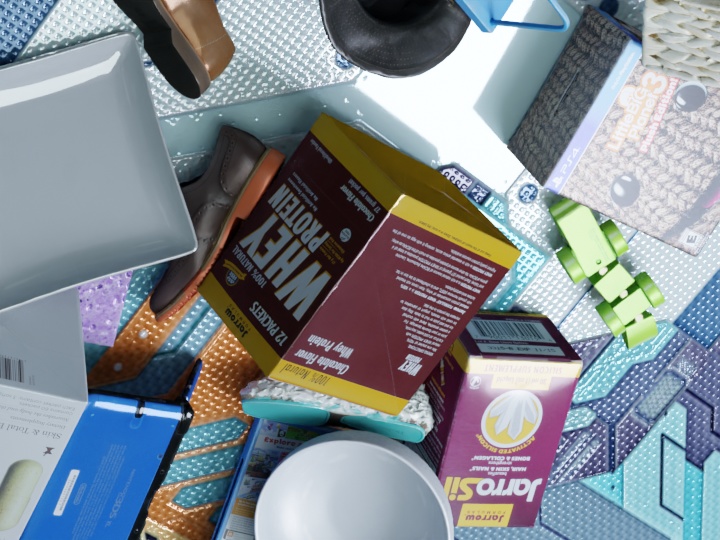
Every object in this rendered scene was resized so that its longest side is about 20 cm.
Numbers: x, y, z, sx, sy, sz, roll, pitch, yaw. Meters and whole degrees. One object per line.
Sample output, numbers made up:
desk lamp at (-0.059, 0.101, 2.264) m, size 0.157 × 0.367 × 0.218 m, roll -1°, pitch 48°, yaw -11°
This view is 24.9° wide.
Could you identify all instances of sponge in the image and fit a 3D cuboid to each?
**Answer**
sponge at (-0.305, 0.000, 1.475) m, size 0.198 × 0.030 × 0.113 m, roll 11°, pitch 113°, yaw -23°

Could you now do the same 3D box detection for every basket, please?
basket at (0.340, -0.256, 1.448) m, size 0.200 × 0.134 × 0.125 m, roll -47°, pitch 146°, yaw -46°

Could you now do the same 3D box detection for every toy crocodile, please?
toy crocodile at (0.249, 0.002, 1.652) m, size 0.067 × 0.062 × 0.201 m, roll -36°, pitch 117°, yaw 3°

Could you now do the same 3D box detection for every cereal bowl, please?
cereal bowl at (-0.001, 0.250, 1.618) m, size 0.197 × 0.083 × 0.203 m, roll 3°, pitch 102°, yaw 13°

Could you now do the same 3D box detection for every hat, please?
hat at (0.023, -0.273, 1.412) m, size 0.199 × 0.081 × 0.203 m, roll -12°, pitch 112°, yaw -31°

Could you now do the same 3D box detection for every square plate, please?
square plate at (-0.261, -0.084, 1.400) m, size 0.196 × 0.028 × 0.202 m, roll -17°, pitch 90°, yaw -13°

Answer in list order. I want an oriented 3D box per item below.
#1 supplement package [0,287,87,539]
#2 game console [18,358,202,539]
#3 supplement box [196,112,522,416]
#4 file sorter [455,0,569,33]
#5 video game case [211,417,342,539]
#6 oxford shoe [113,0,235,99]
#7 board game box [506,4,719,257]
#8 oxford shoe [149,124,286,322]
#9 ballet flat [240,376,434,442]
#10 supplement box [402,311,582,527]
supplement package at (-0.346, 0.119, 1.429) m, size 0.150 × 0.151 × 0.201 m, roll 15°, pitch 125°, yaw -25°
game console at (-0.236, 0.180, 1.527) m, size 0.169 × 0.118 × 0.202 m, roll 12°, pitch 112°, yaw -34°
supplement box at (0.000, 0.000, 1.482) m, size 0.196 × 0.133 × 0.201 m, roll 22°, pitch 109°, yaw -50°
file sorter at (0.154, -0.317, 1.364) m, size 0.139 × 0.122 × 0.201 m, roll 42°, pitch 75°, yaw -35°
video game case at (-0.073, 0.253, 1.667) m, size 0.142 × 0.018 × 0.202 m, roll 17°, pitch 98°, yaw -23°
oxford shoe at (-0.171, -0.247, 1.381) m, size 0.071 × 0.071 × 0.201 m, roll -46°, pitch 126°, yaw -24°
board game box at (0.272, -0.132, 1.561) m, size 0.198 × 0.097 × 0.161 m, roll 21°, pitch 109°, yaw -27°
oxford shoe at (-0.147, -0.043, 1.496) m, size 0.072 × 0.071 × 0.201 m, roll 34°, pitch 106°, yaw -2°
ballet flat at (-0.023, 0.125, 1.616) m, size 0.198 × 0.072 × 0.072 m, roll 11°, pitch 113°, yaw -12°
supplement box at (0.128, 0.151, 1.659) m, size 0.129 × 0.103 × 0.202 m, roll 2°, pitch 116°, yaw -20°
